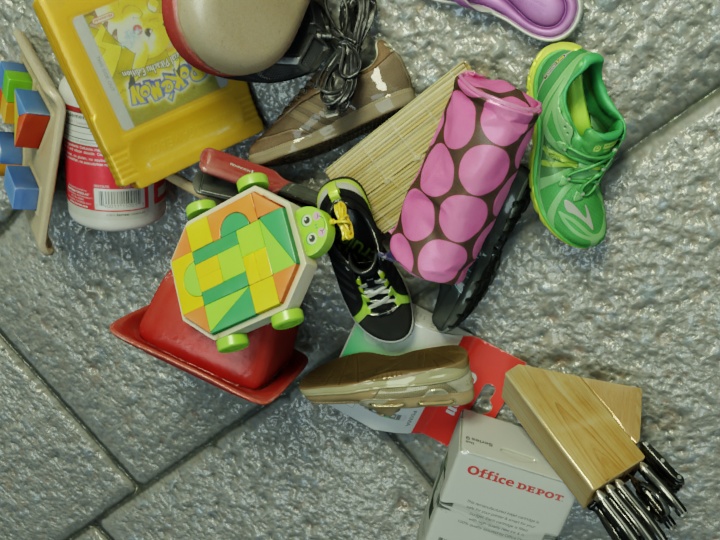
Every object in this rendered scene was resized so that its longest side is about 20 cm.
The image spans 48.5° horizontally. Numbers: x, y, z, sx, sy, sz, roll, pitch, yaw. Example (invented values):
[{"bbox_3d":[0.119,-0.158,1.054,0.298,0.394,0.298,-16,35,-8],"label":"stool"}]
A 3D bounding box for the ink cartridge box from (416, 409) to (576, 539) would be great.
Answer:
[{"bbox_3d":[0.159,0.283,0.950,0.144,0.084,0.202,16,117,1],"label":"ink cartridge box"}]

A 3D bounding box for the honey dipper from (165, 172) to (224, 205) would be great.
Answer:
[{"bbox_3d":[-0.167,-0.079,0.884,0.198,0.038,0.038,29,122,-25],"label":"honey dipper"}]

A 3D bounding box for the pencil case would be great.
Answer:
[{"bbox_3d":[0.091,-0.086,0.749,0.094,0.090,0.202,53,131,39],"label":"pencil case"}]

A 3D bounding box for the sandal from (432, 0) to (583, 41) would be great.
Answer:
[{"bbox_3d":[0.113,-0.276,0.741,0.200,0.050,0.083,23,118,7],"label":"sandal"}]

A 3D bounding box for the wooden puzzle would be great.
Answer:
[{"bbox_3d":[-0.383,-0.146,0.908,0.185,0.046,0.202,48,132,42],"label":"wooden puzzle"}]

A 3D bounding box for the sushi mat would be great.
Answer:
[{"bbox_3d":[0.060,-0.118,0.807,0.199,0.012,0.096,-33,111,35],"label":"sushi mat"}]

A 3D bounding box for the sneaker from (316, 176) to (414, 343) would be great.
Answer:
[{"bbox_3d":[0.000,0.000,0.831,0.071,0.083,0.202,-22,110,7],"label":"sneaker"}]

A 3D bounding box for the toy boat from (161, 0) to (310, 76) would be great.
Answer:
[{"bbox_3d":[-0.124,-0.279,0.753,0.129,0.202,0.130,4,156,40],"label":"toy boat"}]

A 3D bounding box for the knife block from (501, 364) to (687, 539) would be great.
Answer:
[{"bbox_3d":[0.237,0.205,0.842,0.197,0.177,0.064,10,148,11],"label":"knife block"}]

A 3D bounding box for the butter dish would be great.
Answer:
[{"bbox_3d":[-0.145,0.036,0.903,0.197,0.200,0.150,24,101,6],"label":"butter dish"}]

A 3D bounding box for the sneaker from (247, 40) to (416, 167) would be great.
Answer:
[{"bbox_3d":[-0.037,-0.171,0.841,0.198,0.070,0.077,-19,88,21],"label":"sneaker"}]

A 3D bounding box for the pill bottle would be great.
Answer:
[{"bbox_3d":[-0.274,-0.156,0.888,0.111,0.112,0.203,12,116,13],"label":"pill bottle"}]

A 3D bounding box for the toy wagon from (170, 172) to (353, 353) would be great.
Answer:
[{"bbox_3d":[-0.100,-0.017,0.786,0.198,0.039,0.157,-24,74,24],"label":"toy wagon"}]

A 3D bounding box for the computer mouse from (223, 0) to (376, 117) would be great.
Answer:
[{"bbox_3d":[-0.088,-0.223,0.806,0.197,0.141,0.053,9,161,9],"label":"computer mouse"}]

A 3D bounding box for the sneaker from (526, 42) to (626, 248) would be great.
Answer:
[{"bbox_3d":[0.205,-0.111,0.758,0.073,0.083,0.203,-22,112,-22],"label":"sneaker"}]

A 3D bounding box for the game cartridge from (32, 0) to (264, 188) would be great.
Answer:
[{"bbox_3d":[-0.208,-0.205,0.820,0.032,0.175,0.202,4,121,57],"label":"game cartridge"}]

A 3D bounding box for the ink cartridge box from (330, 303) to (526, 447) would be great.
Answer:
[{"bbox_3d":[0.070,0.132,0.941,0.198,0.050,0.162,28,119,7],"label":"ink cartridge box"}]

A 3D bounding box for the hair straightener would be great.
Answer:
[{"bbox_3d":[-0.086,-0.074,0.873,0.197,0.041,0.077,13,142,-20],"label":"hair straightener"}]

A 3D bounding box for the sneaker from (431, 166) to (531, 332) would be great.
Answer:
[{"bbox_3d":[0.114,-0.029,0.851,0.079,0.075,0.202,30,113,19],"label":"sneaker"}]

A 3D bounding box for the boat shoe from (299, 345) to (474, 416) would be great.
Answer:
[{"bbox_3d":[0.027,0.133,0.891,0.197,0.071,0.065,-8,112,18],"label":"boat shoe"}]
